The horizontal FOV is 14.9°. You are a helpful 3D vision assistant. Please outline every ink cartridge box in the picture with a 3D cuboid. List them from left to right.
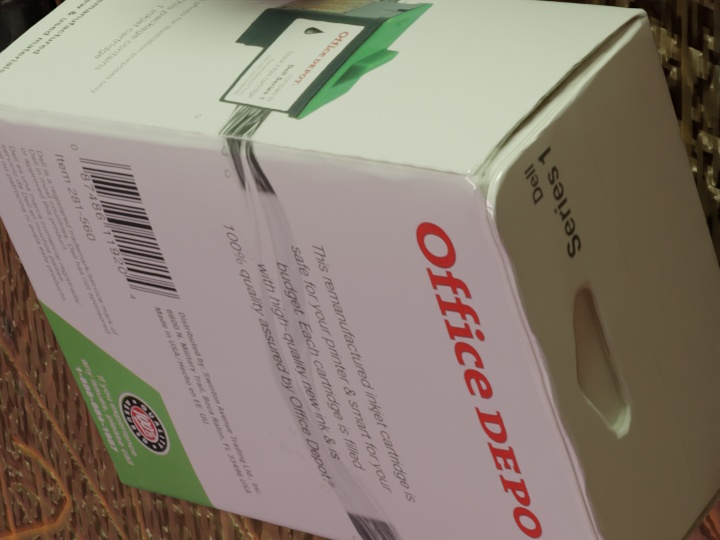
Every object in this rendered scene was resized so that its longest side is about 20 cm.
[{"bbox_3d":[0.000,0.000,0.771,0.199,0.084,0.147,10,132,40],"label":"ink cartridge box"}]

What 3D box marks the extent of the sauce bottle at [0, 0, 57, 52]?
[{"bbox_3d":[-0.134,-0.153,0.932,0.066,0.066,0.201,21,131,48],"label":"sauce bottle"}]
